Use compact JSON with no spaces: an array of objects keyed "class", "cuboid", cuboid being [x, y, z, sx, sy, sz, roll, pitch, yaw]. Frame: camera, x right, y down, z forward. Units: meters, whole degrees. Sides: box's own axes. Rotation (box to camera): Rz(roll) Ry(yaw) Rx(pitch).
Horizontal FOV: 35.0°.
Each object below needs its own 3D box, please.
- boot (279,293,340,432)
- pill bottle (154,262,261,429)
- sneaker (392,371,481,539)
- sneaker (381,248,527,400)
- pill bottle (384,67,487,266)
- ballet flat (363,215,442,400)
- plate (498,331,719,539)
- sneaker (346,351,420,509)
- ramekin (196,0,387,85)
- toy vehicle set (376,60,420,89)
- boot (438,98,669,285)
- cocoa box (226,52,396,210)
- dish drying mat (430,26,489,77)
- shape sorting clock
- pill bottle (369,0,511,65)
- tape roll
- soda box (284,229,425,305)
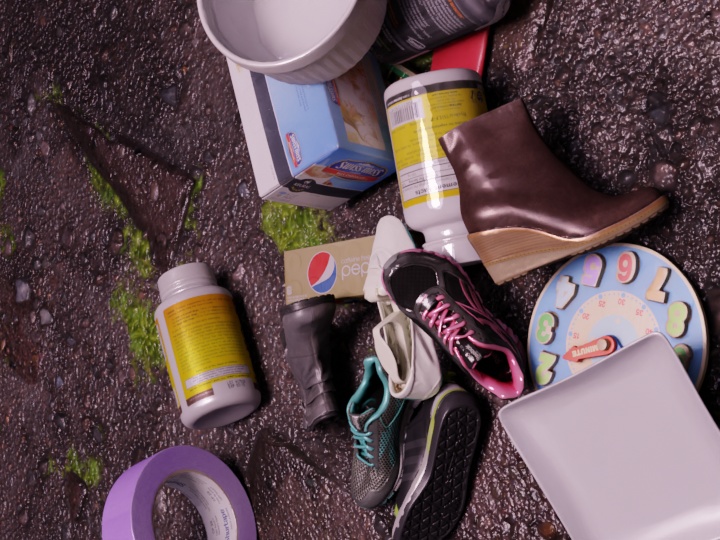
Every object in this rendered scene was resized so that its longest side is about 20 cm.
[{"class":"boot","cuboid":[-0.049,0.112,1.337,0.200,0.069,0.134,97,159,-72]},{"class":"pill bottle","cuboid":[-0.205,0.097,1.495,0.109,0.108,0.203,-33,66,35]},{"class":"sneaker","cuboid":[0.081,0.212,1.271,0.083,0.071,0.203,43,116,61]},{"class":"sneaker","cuboid":[0.102,0.059,1.164,0.079,0.199,0.096,-45,15,14]},{"class":"pill bottle","cuboid":[0.093,-0.106,1.233,0.110,0.110,0.204,-12,86,40]},{"class":"ballet flat","cuboid":[0.038,0.042,1.226,0.069,0.069,0.204,-14,89,40]},{"class":"plate","cuboid":[0.258,0.177,1.085,0.198,0.032,0.202,-33,89,35]},{"class":"sneaker","cuboid":[0.014,0.175,1.303,0.077,0.090,0.204,20,101,41]},{"class":"ramekin","cuboid":[-0.063,-0.293,1.204,0.197,0.105,0.204,-5,78,23]},{"class":"toy vehicle set","cuboid":[-0.009,-0.217,1.395,0.199,0.026,0.126,38,112,37]},{"class":"boot","cuboid":[0.187,-0.094,1.130,0.197,0.072,0.169,-21,83,15]},{"class":"cocoa box","cuboid":[-0.053,-0.193,1.324,0.130,0.132,0.203,-27,69,34]},{"class":"dish drying mat","cuboid":[0.122,-0.305,1.290,0.076,0.018,0.204,12,96,43]},{"class":"shape sorting clock","cuboid":[0.249,0.073,1.132,0.198,0.039,0.204,-3,85,42]},{"class":"pill bottle","cuboid":[0.092,-0.302,1.233,0.198,0.105,0.108,-14,77,42]},{"class":"tape roll","cuboid":[-0.224,0.327,1.434,0.065,0.198,0.203,-29,68,37]},{"class":"soda box","cuboid":[0.000,0.000,1.347,0.198,0.063,0.069,-9,81,42]}]
